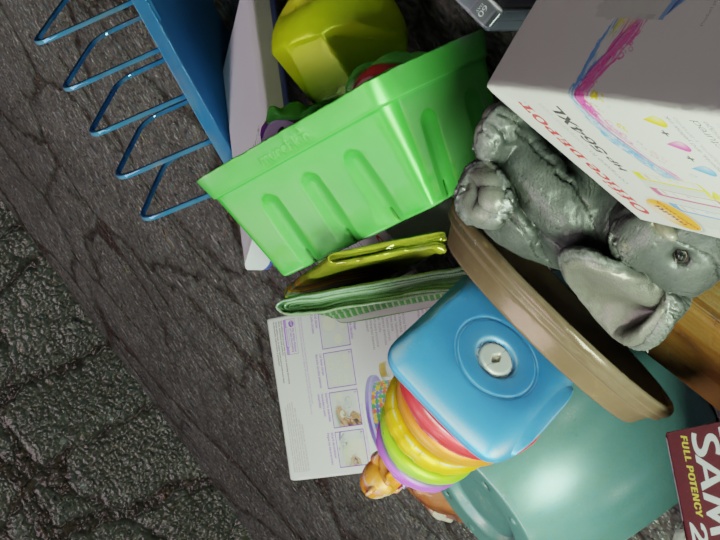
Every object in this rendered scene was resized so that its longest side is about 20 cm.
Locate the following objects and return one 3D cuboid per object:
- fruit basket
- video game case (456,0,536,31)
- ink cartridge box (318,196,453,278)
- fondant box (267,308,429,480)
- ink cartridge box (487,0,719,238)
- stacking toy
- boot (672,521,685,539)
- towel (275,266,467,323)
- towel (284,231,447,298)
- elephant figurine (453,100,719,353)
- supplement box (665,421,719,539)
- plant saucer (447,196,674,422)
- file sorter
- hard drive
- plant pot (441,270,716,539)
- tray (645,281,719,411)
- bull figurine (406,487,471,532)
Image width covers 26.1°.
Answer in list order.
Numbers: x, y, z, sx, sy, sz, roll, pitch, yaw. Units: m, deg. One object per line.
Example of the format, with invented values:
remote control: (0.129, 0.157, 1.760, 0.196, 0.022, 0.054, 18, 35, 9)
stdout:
fruit basket: (-0.015, -0.125, 1.068, 0.214, 0.155, 0.218, 18, 121, 33)
video game case: (0.038, -0.210, 0.884, 0.200, 0.143, 0.019, 49, 117, 14)
ink cartridge box: (0.002, -0.066, 1.280, 0.146, 0.084, 0.200, 53, 162, -2)
fondant box: (0.021, 0.096, 1.332, 0.198, 0.058, 0.146, -11, 86, 35)
ink cartridge box: (0.167, -0.094, 0.705, 0.128, 0.126, 0.199, 36, 171, -29)
stacking toy: (0.049, 0.110, 1.071, 0.110, 0.116, 0.200, 44, 138, 7)
boot: (0.325, 0.274, 1.153, 0.201, 0.072, 0.144, 59, 160, -7)
towel: (0.031, 0.020, 1.165, 0.200, 0.151, 0.024, 8, -107, -80)
towel: (0.000, 0.000, 1.114, 0.200, 0.085, 0.018, 148, 109, -77)
elephant figurine: (0.162, -0.026, 0.898, 0.199, 0.143, 0.155, 34, -160, 26)
supplement box: (0.246, 0.174, 1.005, 0.200, 0.060, 0.110, 51, -151, -63)
plant saucer: (0.126, 0.029, 1.019, 0.200, 0.029, 0.200, 43, -171, -9)
file sorter: (-0.181, -0.167, 1.389, 0.201, 0.122, 0.139, 61, -159, -25)
hard drive: (-0.083, -0.121, 1.272, 0.132, 0.025, 0.202, 113, 153, -55)
plant pot: (0.146, 0.129, 1.171, 0.201, 0.161, 0.201, 44, 160, 21)
tray: (0.231, 0.046, 1.007, 0.200, 0.037, 0.099, 39, 158, 33)
bull figurine: (0.140, 0.187, 1.351, 0.198, 0.066, 0.122, 0, 151, 19)
